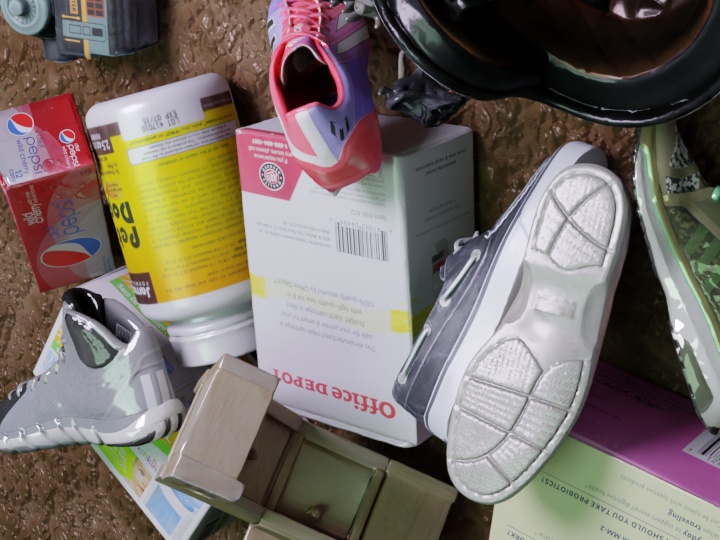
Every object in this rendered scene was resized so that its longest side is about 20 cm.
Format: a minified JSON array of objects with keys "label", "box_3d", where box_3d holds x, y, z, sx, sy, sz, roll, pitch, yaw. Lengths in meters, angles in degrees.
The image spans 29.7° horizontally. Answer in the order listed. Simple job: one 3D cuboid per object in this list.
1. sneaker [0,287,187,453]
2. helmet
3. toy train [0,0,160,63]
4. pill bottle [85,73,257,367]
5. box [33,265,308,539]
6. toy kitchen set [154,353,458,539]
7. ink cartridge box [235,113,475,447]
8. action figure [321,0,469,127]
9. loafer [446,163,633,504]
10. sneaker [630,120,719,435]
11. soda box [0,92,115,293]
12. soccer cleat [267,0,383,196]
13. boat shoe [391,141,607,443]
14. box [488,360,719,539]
[{"label":"sneaker","box_3d":[-0.218,0.071,1.016,0.199,0.075,0.116,-7,97,32]},{"label":"helmet","box_3d":[0.115,-0.175,0.680,0.199,0.190,0.202,-3,86,53]},{"label":"toy train","box_3d":[-0.206,-0.250,1.007,0.113,0.085,0.201,12,113,24]},{"label":"pill bottle","box_3d":[-0.125,-0.036,0.998,0.109,0.109,0.201,-7,102,42]},{"label":"box","box_3d":[-0.153,0.102,1.084,0.200,0.101,0.113,47,131,16]},{"label":"toy kitchen set","box_3d":[-0.041,0.178,0.883,0.199,0.164,0.180,24,166,-6]},{"label":"ink cartridge box","box_3d":[0.000,0.000,0.922,0.144,0.083,0.201,13,116,38]},{"label":"action figure","box_3d":[0.019,-0.189,0.819,0.201,0.102,0.119,60,139,11]},{"label":"loafer","box_3d":[0.112,0.040,0.778,0.072,0.063,0.201,23,95,28]},{"label":"sneaker","box_3d":[0.207,-0.013,0.765,0.088,0.077,0.201,-16,96,12]},{"label":"soda box","box_3d":[-0.235,-0.055,1.047,0.200,0.070,0.064,102,149,-67]},{"label":"soccer cleat","box_3d":[-0.029,-0.133,0.846,0.066,0.201,0.077,-23,136,12]},{"label":"boat shoe","box_3d":[0.081,0.006,0.833,0.068,0.072,0.201,33,103,34]},{"label":"box","box_3d":[0.175,0.185,0.837,0.175,0.096,0.201,23,120,33]}]
